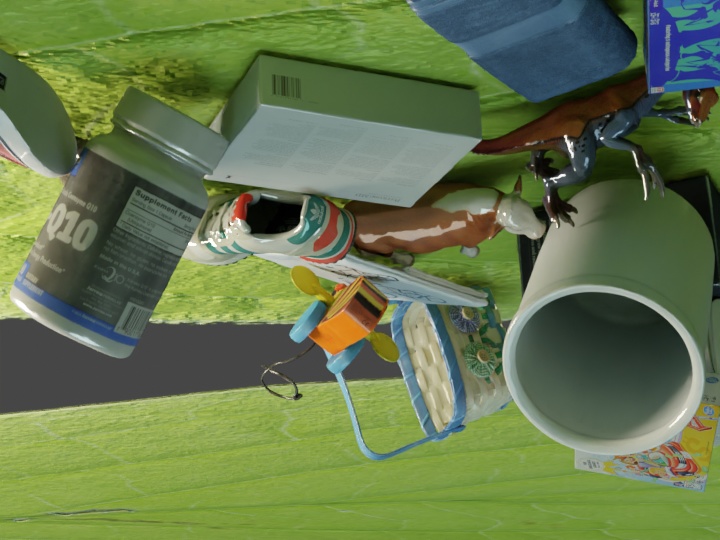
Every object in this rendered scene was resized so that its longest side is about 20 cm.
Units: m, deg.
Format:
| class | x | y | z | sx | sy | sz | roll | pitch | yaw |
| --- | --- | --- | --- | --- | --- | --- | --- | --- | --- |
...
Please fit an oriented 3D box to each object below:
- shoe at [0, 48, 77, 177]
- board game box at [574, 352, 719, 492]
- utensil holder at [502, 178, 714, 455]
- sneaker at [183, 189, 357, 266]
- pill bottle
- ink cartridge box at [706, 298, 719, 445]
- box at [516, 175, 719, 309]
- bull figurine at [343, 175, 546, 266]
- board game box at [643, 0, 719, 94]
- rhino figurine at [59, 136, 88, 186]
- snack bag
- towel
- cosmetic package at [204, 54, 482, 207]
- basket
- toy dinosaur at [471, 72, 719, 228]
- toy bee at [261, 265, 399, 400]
| class | x | y | z | sx | sy | sz | roll | pitch | yaw |
| --- | --- | --- | --- | --- | --- | --- | --- | --- | --- |
| shoe | -0.313 | -0.133 | 1.277 | 0.091 | 0.072 | 0.200 | -10 | 148 | 24 |
| board game box | 0.276 | 0.149 | 1.565 | 0.134 | 0.034 | 0.200 | 9 | 151 | 13 |
| utensil holder | 0.223 | 0.034 | 1.415 | 0.169 | 0.200 | 0.171 | 7 | 122 | 12 |
| sneaker | -0.107 | -0.049 | 1.482 | 0.199 | 0.071 | 0.093 | 2 | 162 | 27 |
| pill bottle | -0.194 | -0.041 | 1.325 | 0.113 | 0.201 | 0.114 | 27 | 180 | 0 |
| ink cartridge box | 0.350 | 0.106 | 1.610 | 0.146 | 0.083 | 0.200 | 7 | 157 | -22 |
| box | 0.284 | 0.009 | 1.628 | 0.199 | 0.118 | 0.197 | -11 | 157 | 23 |
| bull figurine | 0.078 | -0.046 | 1.538 | 0.199 | 0.066 | 0.121 | -1 | 165 | 9 |
| board game box | 0.314 | -0.197 | 1.220 | 0.199 | 0.045 | 0.152 | -7 | 157 | 8 |
| rhino figurine | -0.226 | -0.078 | 1.429 | 0.087 | 0.060 | 0.200 | 16 | 166 | 28 |
| snack bag | 0.000 | 0.000 | 1.618 | 0.199 | 0.022 | 0.188 | 18 | 173 | -30 |
| towel | 0.120 | -0.194 | 1.204 | 0.111 | 0.049 | 0.200 | -16 | 154 | 30 |
| cosmetic package | -0.018 | -0.115 | 1.380 | 0.199 | 0.052 | 0.151 | 7 | 155 | -22 |
| basket | 0.066 | 0.101 | 1.769 | 0.199 | 0.177 | 0.139 | -16 | 162 | -17 |
| toy dinosaur | 0.206 | -0.120 | 1.354 | 0.199 | 0.105 | 0.182 | 19 | 132 | -17 |
| toy bee | -0.028 | 0.043 | 1.620 | 0.199 | 0.109 | 0.131 | -10 | 126 | 44 |
